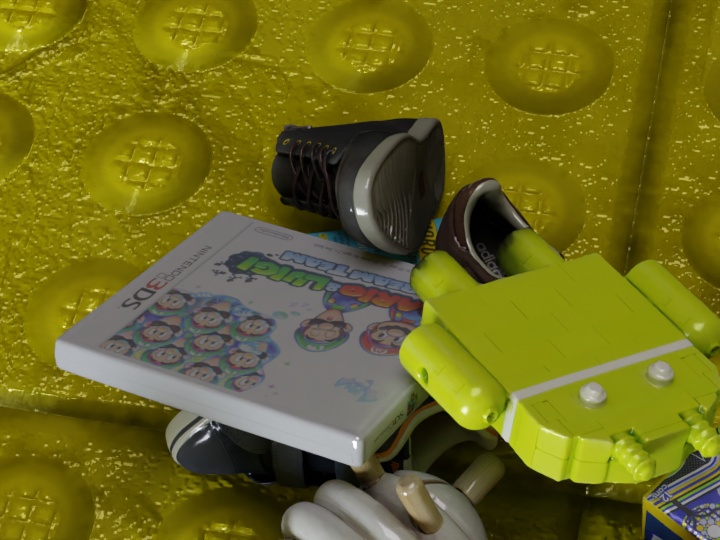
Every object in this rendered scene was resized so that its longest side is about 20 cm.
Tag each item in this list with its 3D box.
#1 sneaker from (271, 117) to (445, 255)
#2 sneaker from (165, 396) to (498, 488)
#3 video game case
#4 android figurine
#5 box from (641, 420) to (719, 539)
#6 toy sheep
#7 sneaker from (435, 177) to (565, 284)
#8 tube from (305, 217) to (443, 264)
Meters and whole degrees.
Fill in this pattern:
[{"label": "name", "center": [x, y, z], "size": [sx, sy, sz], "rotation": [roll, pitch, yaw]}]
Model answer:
[{"label": "sneaker", "center": [-0.013, -0.051, 1.311], "size": [0.105, 0.075, 0.200], "rotation": [-2, 10, 12]}, {"label": "sneaker", "center": [-0.014, 0.095, 1.236], "size": [0.199, 0.079, 0.080], "rotation": [-17, 64, 0]}, {"label": "video game case", "center": [-0.043, 0.033, 1.204], "size": [0.199, 0.024, 0.182], "rotation": [16, 33, 24]}, {"label": "android figurine", "center": [0.115, 0.047, 1.144], "size": [0.181, 0.041, 0.200], "rotation": [-13, 40, -27]}, {"label": "box", "center": [0.245, 0.097, 1.163], "size": [0.070, 0.064, 0.200], "rotation": [37, 64, 28]}, {"label": "toy sheep", "center": [0.007, 0.170, 1.143], "size": [0.200, 0.138, 0.138], "rotation": [-40, 59, -12]}, {"label": "sneaker", "center": [0.106, 0.034, 1.257], "size": [0.070, 0.076, 0.200], "rotation": [-26, 66, -20]}, {"label": "tube", "center": [0.000, 0.000, 1.330], "size": [0.199, 0.051, 0.078], "rotation": [-6, 55, -7]}]
